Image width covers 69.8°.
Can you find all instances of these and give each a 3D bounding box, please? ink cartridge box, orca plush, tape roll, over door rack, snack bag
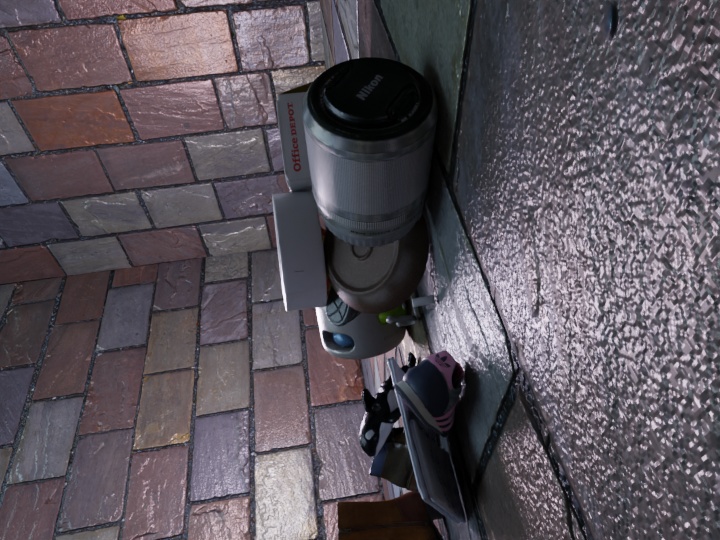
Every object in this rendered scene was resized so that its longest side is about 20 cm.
[{"bbox_3d":[-0.034,-0.221,0.870,0.084,0.197,0.148,131,132,-83],"label":"ink cartridge box"},{"bbox_3d":[0.040,0.235,0.956,0.201,0.071,0.105,-58,7,-16],"label":"orca plush"},{"bbox_3d":[-0.107,-0.032,0.888,0.202,0.070,0.205,174,90,-80],"label":"tape roll"},{"bbox_3d":[0.065,0.006,0.852,0.200,0.066,0.150,98,163,-75],"label":"over door rack"},{"bbox_3d":[0.096,0.243,0.736,0.189,0.021,0.202,54,-163,-49],"label":"snack bag"}]

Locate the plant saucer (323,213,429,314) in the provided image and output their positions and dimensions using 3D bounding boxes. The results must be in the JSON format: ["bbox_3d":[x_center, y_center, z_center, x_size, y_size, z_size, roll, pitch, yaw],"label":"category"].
[{"bbox_3d":[0.010,-0.036,0.782,0.036,0.199,0.203,5,-107,-53],"label":"plant saucer"}]

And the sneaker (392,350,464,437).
[{"bbox_3d":[0.107,0.160,0.665,0.070,0.082,0.200,45,177,27],"label":"sneaker"}]

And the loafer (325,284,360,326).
[{"bbox_3d":[0.000,0.000,0.862,0.072,0.063,0.202,39,118,31],"label":"loafer"}]

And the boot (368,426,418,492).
[{"bbox_3d":[0.072,0.308,0.924,0.075,0.096,0.202,-64,-18,-67],"label":"boot"}]

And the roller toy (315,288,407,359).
[{"bbox_3d":[0.002,0.098,1.081,0.200,0.180,0.142,-110,10,-73],"label":"roller toy"}]

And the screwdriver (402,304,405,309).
[{"bbox_3d":[0.072,-0.021,0.997,0.029,0.028,0.203,20,-123,-60],"label":"screwdriver"}]

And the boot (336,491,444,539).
[{"bbox_3d":[0.059,0.497,0.912,0.069,0.197,0.190,91,170,-65],"label":"boot"}]

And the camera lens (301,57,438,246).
[{"bbox_3d":[0.012,-0.148,0.656,0.201,0.158,0.161,89,172,-56],"label":"camera lens"}]

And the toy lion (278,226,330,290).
[{"bbox_3d":[-0.074,-0.056,1.040,0.068,0.190,0.203,19,115,56],"label":"toy lion"}]

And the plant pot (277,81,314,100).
[{"bbox_3d":[-0.042,-0.296,1.046,0.200,0.198,0.178,-107,-2,-66],"label":"plant pot"}]
